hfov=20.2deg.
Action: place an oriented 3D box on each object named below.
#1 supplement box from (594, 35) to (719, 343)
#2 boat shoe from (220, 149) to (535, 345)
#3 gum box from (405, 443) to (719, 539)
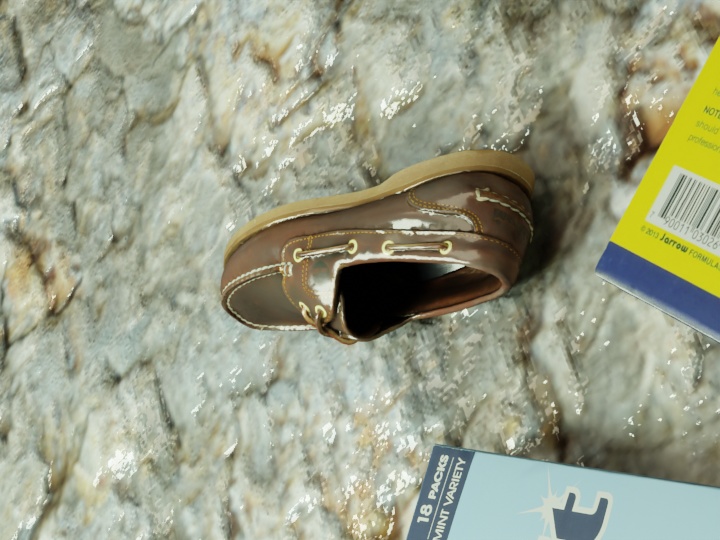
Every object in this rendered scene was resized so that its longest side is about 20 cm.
[{"bbox_3d":[0.199,-0.051,0.759,0.109,0.109,0.201,32,96,53],"label":"supplement box"},{"bbox_3d":[0.000,0.000,1.001,0.200,0.070,0.071,-21,50,42],"label":"boat shoe"},{"bbox_3d":[0.085,0.166,0.827,0.200,0.044,0.171,3,73,52],"label":"gum box"}]
